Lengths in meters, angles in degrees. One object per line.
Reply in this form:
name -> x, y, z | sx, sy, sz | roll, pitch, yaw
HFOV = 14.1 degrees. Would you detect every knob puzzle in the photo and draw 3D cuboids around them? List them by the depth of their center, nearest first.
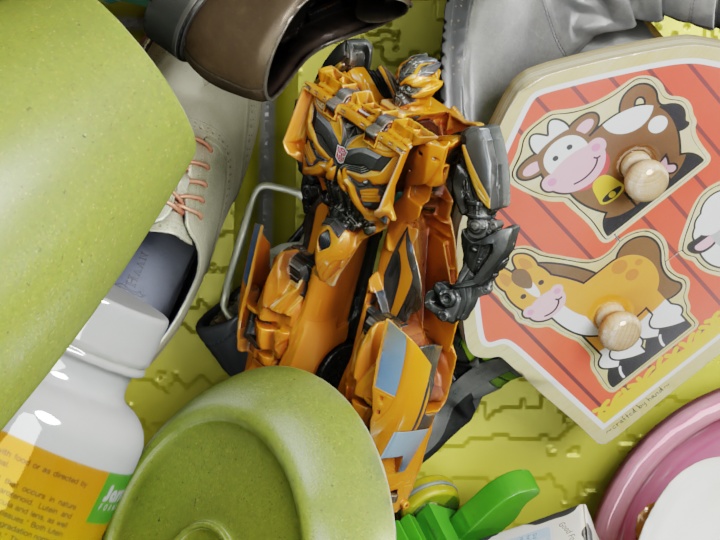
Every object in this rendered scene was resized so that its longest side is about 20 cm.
knob puzzle -> 0.127, -0.022, 1.293 | 0.220, 0.030, 0.220 | -11, 129, -14

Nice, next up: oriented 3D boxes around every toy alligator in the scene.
toy alligator -> 0.005, 0.159, 1.402 | 0.200, 0.059, 0.054 | -33, 142, 6

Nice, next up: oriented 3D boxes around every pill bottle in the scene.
pill bottle -> -0.164, 0.094, 1.285 | 0.111, 0.111, 0.200 | 26, 93, -7

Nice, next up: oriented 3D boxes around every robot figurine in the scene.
robot figurine -> 0.000, 0.000, 1.274 | 0.058, 0.145, 0.200 | -9, 121, -39

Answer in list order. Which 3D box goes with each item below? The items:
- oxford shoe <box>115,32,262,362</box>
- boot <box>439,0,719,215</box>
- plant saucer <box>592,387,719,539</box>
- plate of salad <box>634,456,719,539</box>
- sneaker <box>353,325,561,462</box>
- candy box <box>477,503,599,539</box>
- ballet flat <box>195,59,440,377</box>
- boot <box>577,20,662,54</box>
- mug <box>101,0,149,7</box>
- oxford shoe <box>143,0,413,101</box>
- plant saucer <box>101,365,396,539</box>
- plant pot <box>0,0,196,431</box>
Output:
oxford shoe -> -0.082, -0.041, 1.352 | 0.071, 0.074, 0.200 | 14, 97, -18
boot -> 0.104, -0.114, 1.304 | 0.132, 0.070, 0.200 | 3, 82, 4
plant saucer -> 0.205, 0.147, 1.414 | 0.200, 0.051, 0.201 | 0, 97, -4
plate of salad -> 0.170, 0.185, 1.320 | 0.048, 0.200, 0.200 | -13, 100, 37
sneaker -> 0.057, 0.024, 1.370 | 0.200, 0.083, 0.071 | -42, 98, 1
candy box -> 0.044, 0.221, 1.351 | 0.200, 0.072, 0.168 | -21, 115, 11
ballet flat -> -0.012, -0.034, 1.367 | 0.073, 0.073, 0.200 | 33, 95, -8
boot -> 0.111, -0.104, 1.373 | 0.074, 0.075, 0.200 | -42, 82, 5
mug -> -0.115, -0.193, 1.282 | 0.152, 0.185, 0.114 | 43, 96, 26
oxford shoe -> 0.004, -0.148, 1.265 | 0.084, 0.073, 0.200 | 38, 78, 20
plant saucer -> -0.060, 0.137, 1.259 | 0.031, 0.200, 0.200 | 13, 96, -38
plant pot -> -0.171, -0.022, 1.180 | 0.200, 0.187, 0.187 | -39, 99, -15
